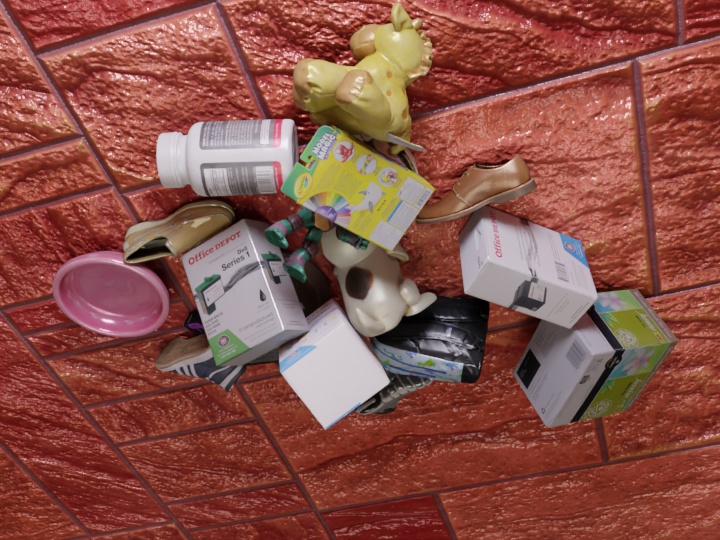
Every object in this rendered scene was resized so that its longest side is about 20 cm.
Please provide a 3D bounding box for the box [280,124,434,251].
[{"bbox_3d":[-0.007,-0.118,1.168,0.200,0.048,0.117,27,106,-32],"label":"box"}]

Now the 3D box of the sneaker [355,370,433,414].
[{"bbox_3d":[0.079,0.222,1.625,0.200,0.075,0.116,-27,157,3],"label":"sneaker"}]

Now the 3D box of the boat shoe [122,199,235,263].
[{"bbox_3d":[-0.297,-0.053,1.359,0.200,0.076,0.072,-20,129,16],"label":"boat shoe"}]

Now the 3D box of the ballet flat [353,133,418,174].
[{"bbox_3d":[0.025,-0.200,1.235,0.069,0.070,0.200,-27,126,23],"label":"ballet flat"}]

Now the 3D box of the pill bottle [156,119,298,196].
[{"bbox_3d":[-0.195,-0.166,1.235,0.200,0.111,0.111,-1,132,1],"label":"pill bottle"}]

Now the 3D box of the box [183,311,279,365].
[{"bbox_3d":[-0.204,0.116,1.497,0.200,0.036,0.143,-12,134,37],"label":"box"}]

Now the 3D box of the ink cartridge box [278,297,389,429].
[{"bbox_3d":[-0.051,0.144,1.370,0.128,0.200,0.125,-37,104,0],"label":"ink cartridge box"}]

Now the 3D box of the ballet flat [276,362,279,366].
[{"bbox_3d":[-0.072,0.184,1.591,0.200,0.068,0.072,4,151,-9],"label":"ballet flat"}]

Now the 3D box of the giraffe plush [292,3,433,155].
[{"bbox_3d":[0.024,-0.268,1.120,0.200,0.162,0.173,23,172,0],"label":"giraffe plush"}]

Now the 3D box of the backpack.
[{"bbox_3d":[0.113,0.117,1.465,0.200,0.163,0.154,12,147,-1],"label":"backpack"}]

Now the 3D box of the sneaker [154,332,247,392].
[{"bbox_3d":[-0.292,0.176,1.535,0.200,0.070,0.108,-16,130,44],"label":"sneaker"}]

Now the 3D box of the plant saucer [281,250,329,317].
[{"bbox_3d":[-0.154,0.047,1.482,0.200,0.030,0.200,-1,132,-1],"label":"plant saucer"}]

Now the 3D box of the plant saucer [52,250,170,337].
[{"bbox_3d":[-0.430,0.036,1.451,0.200,0.051,0.201,1,135,1],"label":"plant saucer"}]

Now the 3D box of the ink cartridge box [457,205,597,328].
[{"bbox_3d":[0.268,-0.007,1.354,0.200,0.145,0.084,19,130,-16],"label":"ink cartridge box"}]

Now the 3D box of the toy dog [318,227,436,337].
[{"bbox_3d":[0.000,0.000,1.346,0.139,0.194,0.200,-22,96,35],"label":"toy dog"}]

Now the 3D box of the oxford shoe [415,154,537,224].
[{"bbox_3d":[0.172,-0.127,1.313,0.200,0.071,0.071,-21,101,18],"label":"oxford shoe"}]

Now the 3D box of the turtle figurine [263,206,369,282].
[{"bbox_3d":[-0.048,-0.084,1.250,0.150,0.200,0.101,52,156,-16],"label":"turtle figurine"}]

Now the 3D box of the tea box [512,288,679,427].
[{"bbox_3d":[0.410,0.153,1.469,0.196,0.134,0.200,-7,136,-25],"label":"tea box"}]

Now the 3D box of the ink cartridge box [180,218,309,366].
[{"bbox_3d":[-0.190,0.036,1.351,0.146,0.200,0.084,-29,164,22],"label":"ink cartridge box"}]
